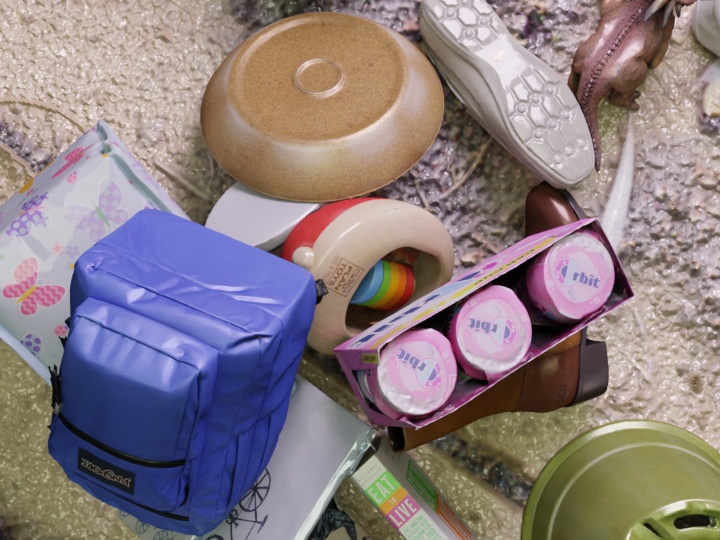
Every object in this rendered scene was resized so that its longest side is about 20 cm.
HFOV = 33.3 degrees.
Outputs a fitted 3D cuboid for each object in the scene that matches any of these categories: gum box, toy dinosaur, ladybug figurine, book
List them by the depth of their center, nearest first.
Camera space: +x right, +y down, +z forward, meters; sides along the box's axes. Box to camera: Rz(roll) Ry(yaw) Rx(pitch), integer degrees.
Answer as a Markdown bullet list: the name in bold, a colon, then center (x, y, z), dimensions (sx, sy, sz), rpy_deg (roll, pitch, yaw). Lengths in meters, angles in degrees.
- **gum box**: center (0.082, 0.041, 0.868), dimensions (0.199, 0.113, 0.067), rpy_deg (-29, 93, -16)
- **ladybug figurine**: center (0.000, 0.000, 0.941), dimensions (0.072, 0.200, 0.136), rpy_deg (38, 98, 30)
- **book**: center (0.068, 0.221, 0.949), dimensions (0.048, 0.134, 0.200), rpy_deg (-42, 88, 0)
- **toy dinosaur**: center (0.213, -0.186, 0.965), dimensions (0.085, 0.136, 0.201), rpy_deg (27, 88, 1)

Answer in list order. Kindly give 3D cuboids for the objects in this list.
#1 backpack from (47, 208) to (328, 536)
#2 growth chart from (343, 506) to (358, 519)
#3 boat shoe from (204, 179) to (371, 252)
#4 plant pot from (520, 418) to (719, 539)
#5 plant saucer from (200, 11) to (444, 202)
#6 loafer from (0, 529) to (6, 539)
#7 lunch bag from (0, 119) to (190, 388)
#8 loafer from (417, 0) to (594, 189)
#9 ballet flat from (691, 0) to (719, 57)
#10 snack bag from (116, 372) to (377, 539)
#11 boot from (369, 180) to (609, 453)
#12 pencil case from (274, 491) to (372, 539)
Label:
- **backpack**: center (-0.141, 0.086, 0.847), dimensions (0.161, 0.168, 0.201), rpy_deg (25, 125, 15)
- **growth chart**: center (-0.065, 0.244, 1.006), dimensions (0.143, 0.018, 0.202), rpy_deg (-16, 88, -1)
- **boat shoe**: center (-0.039, -0.061, 0.971), dimensions (0.072, 0.066, 0.200), rpy_deg (30, 60, 30)
- **plant pot**: center (0.233, 0.221, 0.921), dimensions (0.198, 0.190, 0.202), rpy_deg (0, 87, 1)
- **plant saucer**: center (-0.032, -0.143, 0.962), dimensions (0.198, 0.036, 0.202), rpy_deg (-2, 55, 2)
- **loafer**: center (-0.299, 0.266, 0.989), dimensions (0.062, 0.072, 0.202), rpy_deg (-12, 94, -18)
- **lunch bag**: center (-0.201, 0.014, 0.963), dimensions (0.169, 0.127, 0.200), rpy_deg (-41, 114, -1)
- **loafer**: center (0.118, -0.148, 0.990), dimensions (0.070, 0.070, 0.201), rpy_deg (-32, 79, -15)
- **ballet flat**: center (0.364, -0.169, 0.999), dimensions (0.199, 0.069, 0.070), rpy_deg (35, 88, 1)
- **snack bag**: center (-0.096, 0.161, 0.945), dimensions (0.199, 0.021, 0.189), rpy_deg (31, 88, 46)
- **boot**: center (0.094, 0.032, 0.963), dimensions (0.198, 0.068, 0.190), rpy_deg (-9, 100, -23)
- **pencil case**: center (-0.001, 0.250, 0.961), dimensions (0.200, 0.078, 0.089), rpy_deg (45, 98, 0)
